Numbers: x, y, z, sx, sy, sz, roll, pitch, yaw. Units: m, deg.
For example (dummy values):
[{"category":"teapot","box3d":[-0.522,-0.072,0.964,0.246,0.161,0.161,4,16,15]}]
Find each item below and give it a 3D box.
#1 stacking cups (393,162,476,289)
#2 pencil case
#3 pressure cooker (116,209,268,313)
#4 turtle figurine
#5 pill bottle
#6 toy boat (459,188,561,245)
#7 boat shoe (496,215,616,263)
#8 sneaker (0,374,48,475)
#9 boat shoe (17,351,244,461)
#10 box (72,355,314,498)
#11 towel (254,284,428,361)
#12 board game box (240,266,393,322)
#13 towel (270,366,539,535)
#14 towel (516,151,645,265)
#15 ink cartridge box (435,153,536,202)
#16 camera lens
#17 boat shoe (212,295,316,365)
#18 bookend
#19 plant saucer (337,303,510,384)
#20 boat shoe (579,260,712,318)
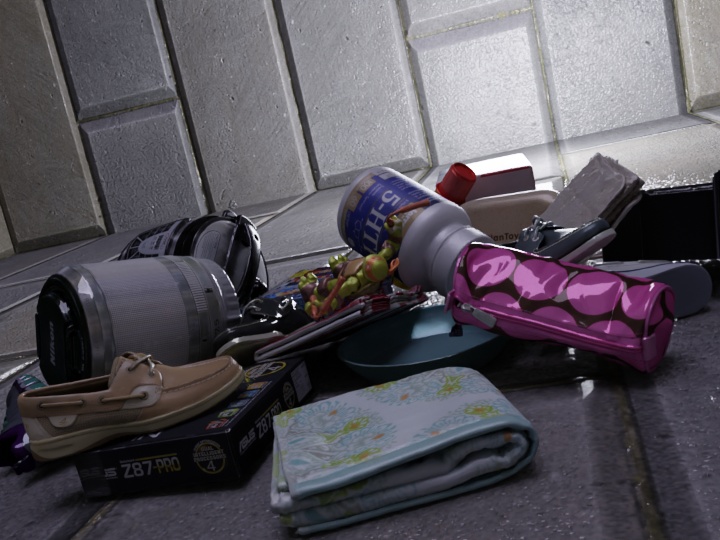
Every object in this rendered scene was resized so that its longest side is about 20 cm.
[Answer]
[{"category":"stacking cups","box3d":[0.096,-0.065,1.177,0.060,0.201,0.061,18,35,-13]},{"category":"pencil case","box3d":[0.179,0.035,0.753,0.198,0.092,0.093,11,16,26]},{"category":"pressure cooker","box3d":[-0.223,0.014,1.160,0.198,0.178,0.178,-10,7,33]},{"category":"turtle figurine","box3d":[0.000,0.000,0.975,0.200,0.064,0.161,-49,14,-23]},{"category":"pill bottle","box3d":[0.073,-0.043,1.057,0.119,0.121,0.199,-21,38,-34]},{"category":"toy boat","box3d":[0.207,-0.027,1.110,0.198,0.133,0.130,-5,-17,31]},{"category":"boat shoe","box3d":[0.176,-0.021,0.856,0.072,0.063,0.200,-18,-8,-32]},{"category":"sneaker","box3d":[-0.366,0.166,0.890,0.087,0.075,0.199,-33,18,-33]},{"category":"boat shoe","box3d":[-0.203,0.108,0.743,0.197,0.065,0.071,-18,11,-12]},{"category":"box","box3d":[-0.150,0.144,0.796,0.159,0.050,0.200,-13,10,19]},{"category":"towel","box3d":[-0.018,0.058,0.937,0.143,0.023,0.199,-26,-8,22]},{"category":"board game box","box3d":[-0.028,0.040,1.132,0.197,0.063,0.200,-7,13,24]},{"category":"towel","box3d":[0.024,0.131,0.662,0.197,0.049,0.171,-14,12,-4]},{"category":"towel","box3d":[0.236,-0.043,0.954,0.200,0.034,0.133,-49,14,15]},{"category":"ink cartridge box","box3d":[0.200,-0.090,1.283,0.143,0.147,0.200,-10,12,10]},{"category":"camera lens","box3d":[-0.257,0.068,0.951,0.198,0.163,0.159,-8,5,-42]},{"category":"boat shoe","box3d":[-0.117,0.067,0.953,0.072,0.068,0.200,-36,-9,19]},{"category":"bookend","box3d":[0.357,-0.057,0.971,0.198,0.094,0.197,-3,1,41]},{"category":"plant saucer","box3d":[0.075,0.080,0.883,0.197,0.036,0.200,-13,11,2]},{"category":"boat shoe","box3d":[0.254,0.021,0.867,0.199,0.076,0.086,-12,11,-7]}]
